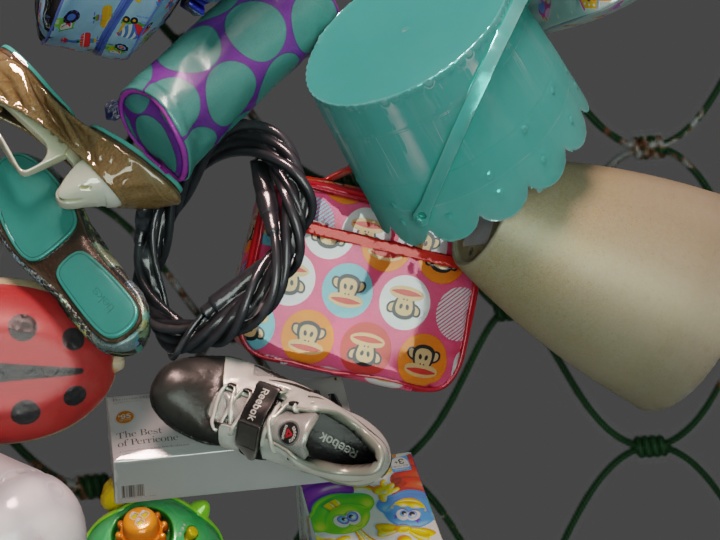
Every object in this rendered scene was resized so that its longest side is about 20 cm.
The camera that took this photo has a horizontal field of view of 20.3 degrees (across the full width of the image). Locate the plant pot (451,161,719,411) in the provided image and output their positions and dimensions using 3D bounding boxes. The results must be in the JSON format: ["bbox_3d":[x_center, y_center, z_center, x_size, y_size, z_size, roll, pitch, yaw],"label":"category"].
[{"bbox_3d":[0.181,-0.009,1.614,0.199,0.187,0.189,23,92,-20],"label":"plant pot"}]

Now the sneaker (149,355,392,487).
[{"bbox_3d":[-0.066,0.114,1.566,0.198,0.089,0.075,17,84,-5],"label":"sneaker"}]

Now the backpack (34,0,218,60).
[{"bbox_3d":[-0.166,-0.247,1.544,0.134,0.182,0.201,27,87,-14],"label":"backpack"}]

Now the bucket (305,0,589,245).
[{"bbox_3d":[0.065,-0.138,1.555,0.207,0.207,0.135,-37,124,-4],"label":"bucket"}]

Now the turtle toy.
[{"bbox_3d":[-0.184,0.271,1.643,0.145,0.101,0.201,36,90,-11],"label":"turtle toy"}]

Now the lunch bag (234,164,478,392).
[{"bbox_3d":[0.000,0.000,1.659,0.198,0.082,0.178,12,90,-11],"label":"lunch bag"}]

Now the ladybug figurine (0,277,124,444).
[{"bbox_3d":[-0.289,0.076,1.618,0.198,0.072,0.137,-5,97,-9],"label":"ladybug figurine"}]

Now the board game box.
[{"bbox_3d":[0.016,0.253,1.613,0.102,0.201,0.106,-8,123,-8],"label":"board game box"}]

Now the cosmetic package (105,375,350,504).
[{"bbox_3d":[-0.106,0.136,1.646,0.198,0.083,0.051,-5,126,-9],"label":"cosmetic package"}]

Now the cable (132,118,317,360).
[{"bbox_3d":[-0.113,-0.022,1.606,0.162,0.051,0.202,15,89,29],"label":"cable"}]

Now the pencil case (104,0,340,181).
[{"bbox_3d":[-0.102,-0.161,1.572,0.085,0.093,0.200,40,61,9],"label":"pencil case"}]

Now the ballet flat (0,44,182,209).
[{"bbox_3d":[-0.235,-0.095,1.588,0.200,0.068,0.072,39,72,4],"label":"ballet flat"}]

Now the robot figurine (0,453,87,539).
[{"bbox_3d":[-0.292,0.201,1.572,0.169,0.199,0.114,38,73,-49],"label":"robot figurine"}]

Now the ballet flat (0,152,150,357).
[{"bbox_3d":[-0.233,-0.007,1.612,0.074,0.074,0.201,-33,67,-4],"label":"ballet flat"}]

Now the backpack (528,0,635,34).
[{"bbox_3d":[0.189,-0.286,1.605,0.200,0.176,0.154,-41,99,-18],"label":"backpack"}]
